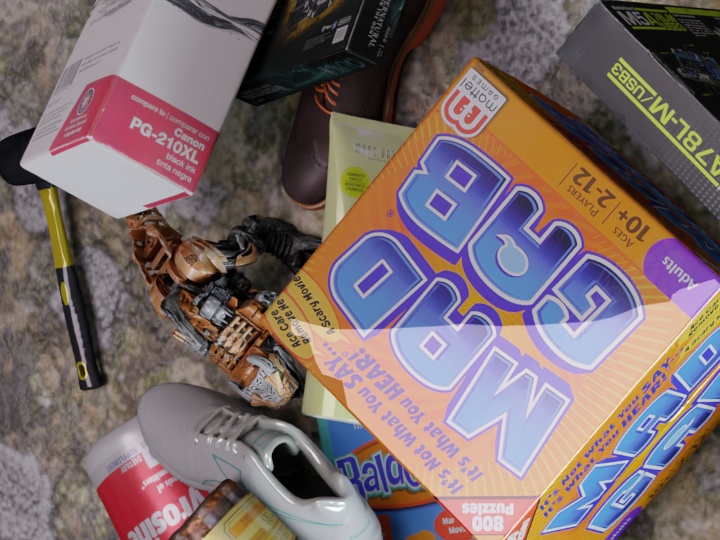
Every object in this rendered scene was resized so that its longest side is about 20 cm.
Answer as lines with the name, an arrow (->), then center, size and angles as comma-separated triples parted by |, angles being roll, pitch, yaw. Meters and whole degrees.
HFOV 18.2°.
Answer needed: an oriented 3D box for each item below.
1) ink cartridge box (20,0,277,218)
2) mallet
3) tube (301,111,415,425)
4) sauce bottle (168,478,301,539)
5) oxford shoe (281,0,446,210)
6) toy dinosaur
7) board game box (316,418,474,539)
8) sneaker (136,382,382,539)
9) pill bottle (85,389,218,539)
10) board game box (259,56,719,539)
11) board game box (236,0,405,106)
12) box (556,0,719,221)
ink cartridge box -> -0.131, -0.147, 1.484 | 0.145, 0.084, 0.201 | -11, 53, 63
mallet -> -0.230, -0.009, 1.678 | 0.066, 0.041, 0.201 | -2, 97, 33
tube -> 0.000, 0.000, 1.478 | 0.052, 0.058, 0.201 | 8, 86, 27
sauce bottle -> -0.031, 0.218, 1.416 | 0.200, 0.066, 0.066 | 42, 117, 2
oxford shoe -> -0.014, -0.130, 1.494 | 0.071, 0.072, 0.200 | 34, 112, 27
toy dinosaur -> -0.096, 0.008, 1.525 | 0.102, 0.136, 0.201 | -31, 78, 33
board game box -> 0.058, 0.180, 1.492 | 0.152, 0.045, 0.201 | -12, 87, 34
sneaker -> -0.068, 0.118, 1.470 | 0.200, 0.070, 0.080 | 29, 152, 28
pill bottle -> -0.101, 0.193, 1.561 | 0.112, 0.112, 0.200 | -38, 74, 31
board game box -> 0.107, 0.029, 1.325 | 0.200, 0.200, 0.200 | 44, 101, 22
board game box -> -0.019, -0.182, 1.433 | 0.200, 0.028, 0.136 | -7, 62, 65
box -> 0.228, -0.072, 1.259 | 0.193, 0.200, 0.048 | 46, 116, 21
